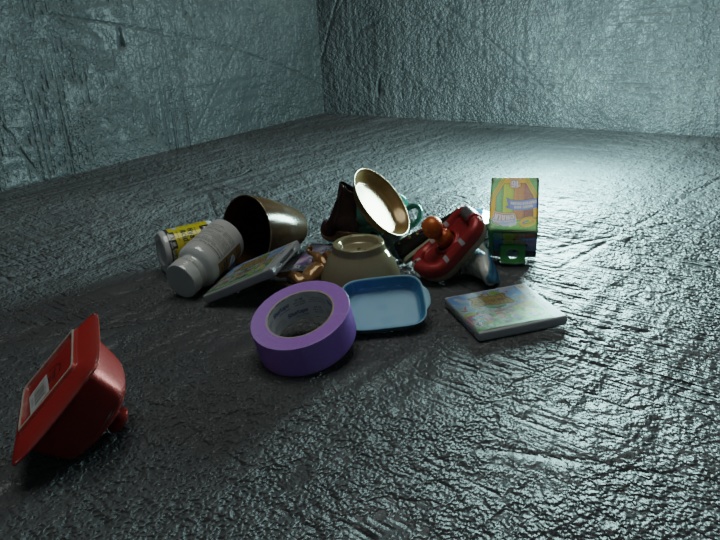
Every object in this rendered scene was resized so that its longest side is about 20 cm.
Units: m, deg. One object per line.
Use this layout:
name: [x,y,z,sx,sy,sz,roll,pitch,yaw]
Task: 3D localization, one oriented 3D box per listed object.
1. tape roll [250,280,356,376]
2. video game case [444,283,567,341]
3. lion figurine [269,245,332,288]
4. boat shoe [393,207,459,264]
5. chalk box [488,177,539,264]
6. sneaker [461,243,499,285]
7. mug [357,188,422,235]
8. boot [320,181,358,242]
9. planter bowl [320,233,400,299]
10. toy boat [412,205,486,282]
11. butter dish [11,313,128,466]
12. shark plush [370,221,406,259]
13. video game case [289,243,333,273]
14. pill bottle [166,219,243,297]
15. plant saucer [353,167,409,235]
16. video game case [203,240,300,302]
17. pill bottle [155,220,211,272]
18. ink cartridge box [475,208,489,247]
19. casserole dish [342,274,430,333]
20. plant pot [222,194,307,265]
tape roll: [-0.108,0.107,1.261,0.193,0.067,0.203,-11,35,7]
video game case: [0.296,0.082,1.376,0.193,0.023,0.182,-9,22,-13]
lion figurine: [-0.115,0.005,1.589,0.199,0.074,0.121,-41,47,-22]
boat shoe: [0.174,-0.099,1.667,0.199,0.064,0.074,-35,-13,7]
chalk box: [0.382,-0.114,1.656,0.120,0.125,0.206,1,62,13]
sneaker: [0.274,-0.016,1.575,0.079,0.078,0.201,-26,25,7]
mug: [0.062,-0.144,1.810,0.150,0.118,0.182,20,-16,-42]
boot: [-0.052,-0.156,1.782,0.070,0.172,0.200,-3,21,-24]
planter bowl: [0.000,0.000,1.481,0.193,0.139,0.201,-3,21,1]
toy boat: [0.191,-0.076,1.552,0.130,0.201,0.131,36,11,-28]
butter dish: [-0.433,0.206,1.046,0.200,0.147,0.200,-48,31,-1]
shark plush: [0.037,-0.066,1.709,0.194,0.086,0.090,-14,23,-24]
video game case: [-0.090,-0.029,1.734,0.138,0.020,0.201,1,23,12]
pill bottle: [-0.383,-0.028,1.631,0.111,0.117,0.201,6,36,25]
plant saucer: [0.046,-0.165,1.681,0.035,0.202,0.200,-37,3,32]
video game case: [-0.253,0.001,1.564,0.195,0.023,0.183,-21,15,22]
pill bottle: [-0.437,-0.070,1.767,0.195,0.115,0.110,-17,25,-30]
ink cartridge box: [0.290,-0.103,1.779,0.196,0.069,0.115,-18,26,-33]
casserole dish: [0.047,0.074,1.361,0.193,0.039,0.124,-6,56,-3]
plant pot: [-0.238,-0.108,1.773,0.183,0.194,0.198,11,13,34]
